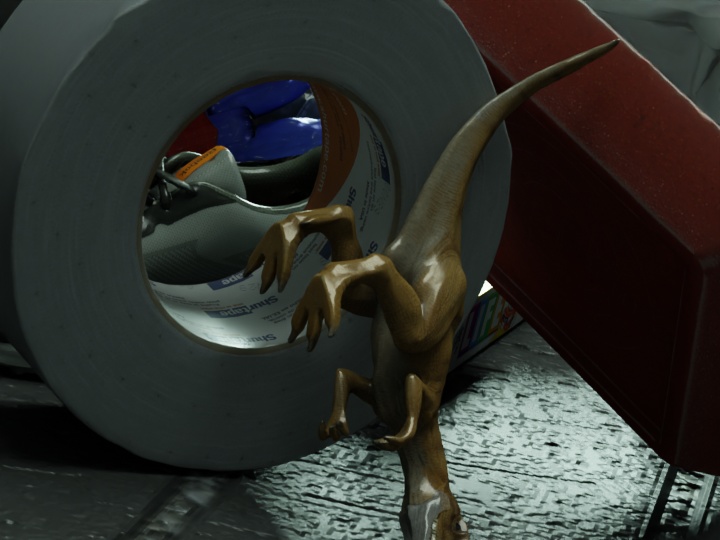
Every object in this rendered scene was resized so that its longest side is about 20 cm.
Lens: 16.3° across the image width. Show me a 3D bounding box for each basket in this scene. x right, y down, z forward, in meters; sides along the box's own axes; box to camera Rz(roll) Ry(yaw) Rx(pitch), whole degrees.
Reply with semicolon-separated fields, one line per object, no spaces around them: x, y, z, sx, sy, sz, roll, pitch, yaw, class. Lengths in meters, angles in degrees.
0.155;-0.128;1.577;0.198;0.137;0.123;15;12;2;basket

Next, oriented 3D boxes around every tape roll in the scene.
-0.045;-0.030;0.924;0.199;0.202;0.066;5;19;-31;tape roll

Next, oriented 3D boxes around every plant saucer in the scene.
0.090;-0.020;1.011;0.037;0.201;0.200;-35;63;-19;plant saucer

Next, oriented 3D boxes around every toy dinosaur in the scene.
0.019;0.002;0.906;0.106;0.202;0.060;14;-5;-36;toy dinosaur

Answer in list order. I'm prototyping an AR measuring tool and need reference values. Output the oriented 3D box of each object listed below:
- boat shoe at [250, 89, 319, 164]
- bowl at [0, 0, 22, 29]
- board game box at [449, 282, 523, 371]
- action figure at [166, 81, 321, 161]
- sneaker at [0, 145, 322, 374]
-0.031;-0.076;1.332;0.071;0.072;0.200;35;8;6;boat shoe
-0.173;-0.144;1.239;0.199;0.091;0.201;6;-16;2;bowl
0.000;0.000;1.169;0.134;0.034;0.200;19;16;15;board game box
-0.056;-0.073;1.188;0.198;0.066;0.099;-18;-5;3;action figure
-0.090;-0.010;1.009;0.199;0.080;0.074;-9;31;-23;sneaker
